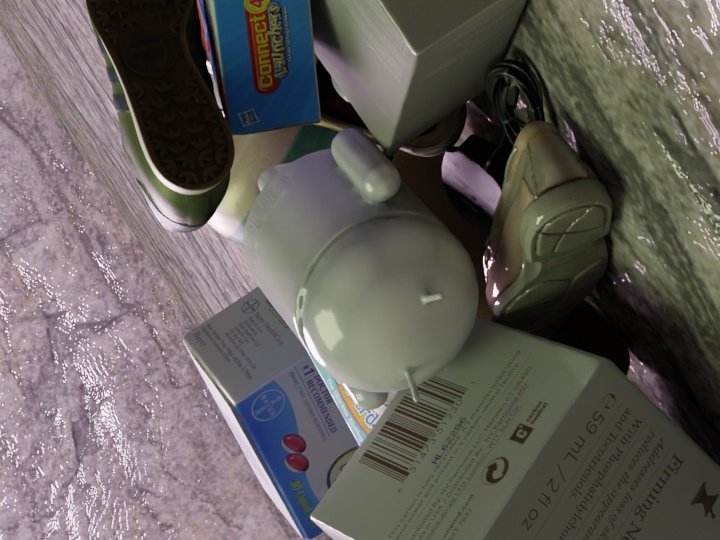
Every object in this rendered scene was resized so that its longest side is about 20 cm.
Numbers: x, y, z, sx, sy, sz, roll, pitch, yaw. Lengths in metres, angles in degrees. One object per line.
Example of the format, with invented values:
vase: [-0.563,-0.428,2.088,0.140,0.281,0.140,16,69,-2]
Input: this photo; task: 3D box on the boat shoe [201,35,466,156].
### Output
boat shoe: [-0.027,-0.131,1.355,0.199,0.074,0.066,21,-175,5]

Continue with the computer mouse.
computer mouse: [0.088,-0.078,1.315,0.059,0.034,0.200,45,160,11]

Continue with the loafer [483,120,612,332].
loafer: [0.109,-0.024,1.297,0.200,0.072,0.063,98,152,-67]

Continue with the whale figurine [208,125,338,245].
whale figurine: [-0.051,-0.084,1.641,0.103,0.159,0.200,32,-164,-7]

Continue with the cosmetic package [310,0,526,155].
cosmetic package: [0.026,-0.151,1.212,0.107,0.090,0.200,55,172,6]

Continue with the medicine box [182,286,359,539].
medicine box: [-0.014,0.086,1.772,0.103,0.199,0.183,47,166,47]

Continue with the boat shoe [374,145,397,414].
boat shoe: [0.021,0.002,1.532,0.065,0.073,0.201,99,165,-70]

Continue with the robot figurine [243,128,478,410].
robot figurine: [0.000,0.000,1.328,0.200,0.112,0.170,-132,35,-53]

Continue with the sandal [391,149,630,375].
sandal: [0.091,0.010,1.427,0.212,0.078,0.070,47,169,14]

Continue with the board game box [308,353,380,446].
board game box: [0.047,0.084,1.610,0.045,0.152,0.201,-37,80,40]

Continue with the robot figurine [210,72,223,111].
robot figurine: [-0.087,-0.169,1.490,0.200,0.150,0.125,-123,7,-84]

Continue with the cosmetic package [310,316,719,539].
cosmetic package: [0.116,0.157,1.326,0.200,0.168,0.166,42,167,-30]

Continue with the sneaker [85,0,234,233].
sneaker: [-0.120,-0.112,1.255,0.090,0.067,0.201,103,153,-61]

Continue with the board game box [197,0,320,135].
board game box: [-0.075,-0.216,1.251,0.196,0.056,0.201,-109,11,-50]
